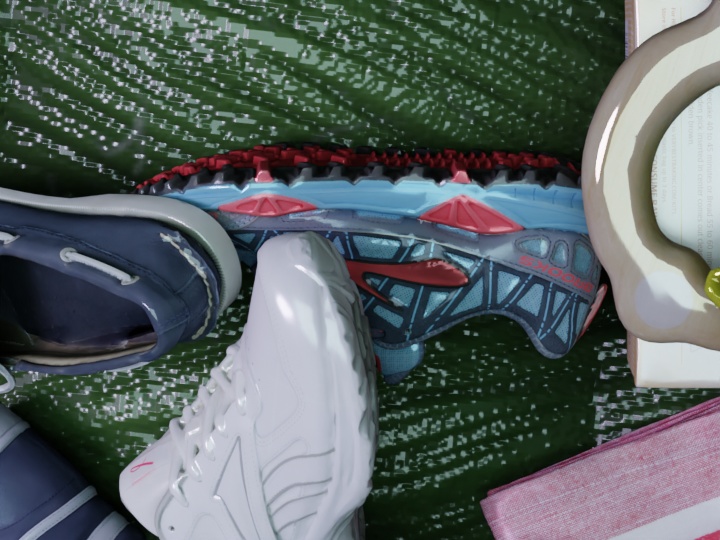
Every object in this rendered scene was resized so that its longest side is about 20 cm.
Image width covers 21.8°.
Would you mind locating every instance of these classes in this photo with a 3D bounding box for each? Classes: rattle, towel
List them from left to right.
[{"bbox_3d":[0.148,0.156,0.747,0.144,0.023,0.201,-24,73,9],"label":"towel"},{"bbox_3d":[0.133,-0.059,0.626,0.130,0.143,0.201,12,106,22],"label":"rattle"}]

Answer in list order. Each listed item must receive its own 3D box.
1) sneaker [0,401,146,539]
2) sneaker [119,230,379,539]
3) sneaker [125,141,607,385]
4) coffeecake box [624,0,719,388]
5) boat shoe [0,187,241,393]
[{"bbox_3d":[-0.171,0.165,0.789,0.108,0.070,0.200,35,96,2],"label":"sneaker"},{"bbox_3d":[-0.044,0.072,0.721,0.099,0.078,0.201,0,126,-4],"label":"sneaker"},{"bbox_3d":[0.000,0.000,0.748,0.199,0.079,0.096,2,99,6],"label":"sneaker"},{"bbox_3d":[0.204,-0.036,0.725,0.199,0.073,0.154,0,97,6],"label":"coffeecake box"},{"bbox_3d":[-0.143,0.012,0.743,0.199,0.062,0.075,3,120,27],"label":"boat shoe"}]
